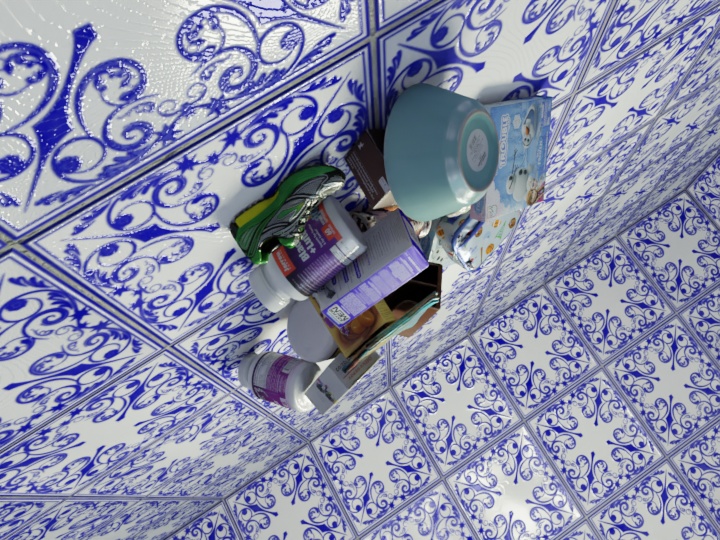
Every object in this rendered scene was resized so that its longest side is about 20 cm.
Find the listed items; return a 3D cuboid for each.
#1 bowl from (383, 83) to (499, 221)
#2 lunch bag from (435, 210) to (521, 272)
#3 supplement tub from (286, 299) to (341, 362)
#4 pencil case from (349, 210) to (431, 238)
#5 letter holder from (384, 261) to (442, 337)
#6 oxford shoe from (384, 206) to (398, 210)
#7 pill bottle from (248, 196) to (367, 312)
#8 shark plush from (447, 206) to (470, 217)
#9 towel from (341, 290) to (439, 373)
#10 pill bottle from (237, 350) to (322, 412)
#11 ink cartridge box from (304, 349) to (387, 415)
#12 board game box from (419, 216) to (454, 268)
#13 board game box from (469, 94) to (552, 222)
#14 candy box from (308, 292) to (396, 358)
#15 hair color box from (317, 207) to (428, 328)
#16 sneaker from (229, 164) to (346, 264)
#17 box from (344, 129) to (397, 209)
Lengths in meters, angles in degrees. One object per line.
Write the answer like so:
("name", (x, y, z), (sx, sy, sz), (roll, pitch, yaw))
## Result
("bowl", (0.133, -0.173, 0.897), (0.103, 0.208, 0.197), (7, -165, 43))
("lunch bag", (0.249, -0.102, 1.287), (0.201, 0.075, 0.161), (-49, 141, -6))
("supplement tub", (-0.061, 0.128, 1.406), (0.145, 0.148, 0.198), (-42, 160, 24))
("pencil case", (0.055, -0.088, 1.189), (0.196, 0.080, 0.089), (-17, 170, -41))
("letter holder", (0.080, 0.057, 1.338), (0.137, 0.104, 0.201), (12, 155, -10))
("oxford shoe", (0.106, -0.144, 1.125), (0.072, 0.074, 0.197), (-24, 170, 36))
("pill bottle", (-0.094, -0.022, 1.044), (0.198, 0.113, 0.111), (-38, 161, 11))
("shark plush", (0.215, -0.197, 1.184), (0.089, 0.083, 0.206), (10, 105, -37))
("towel", (0.059, 0.123, 1.179), (0.198, 0.022, 0.147), (-34, 168, -31))
("pill bottle", (-0.189, 0.249, 1.404), (0.195, 0.117, 0.111), (7, -172, 37))
("ink cartridge box", (-0.032, 0.214, 1.284), (0.115, 0.068, 0.201), (-39, 172, -39))
("board game box", (0.219, -0.109, 1.357), (0.196, 0.043, 0.204), (-19, 134, -37))
("board game box", (0.285, -0.215, 1.151), (0.195, 0.043, 0.207), (-19, 117, -37))
("candy box", (-0.032, 0.049, 1.177), (0.116, 0.203, 0.056), (-42, 162, 25))
("hair color box", (0.014, -0.004, 1.066), (0.197, 0.111, 0.065), (-34, 129, 14))
("sneaker", (-0.099, -0.083, 0.928), (0.198, 0.086, 0.078), (-37, 161, 6))
("box", (0.078, -0.169, 0.994), (0.197, 0.102, 0.075), (-12, 156, -47))
